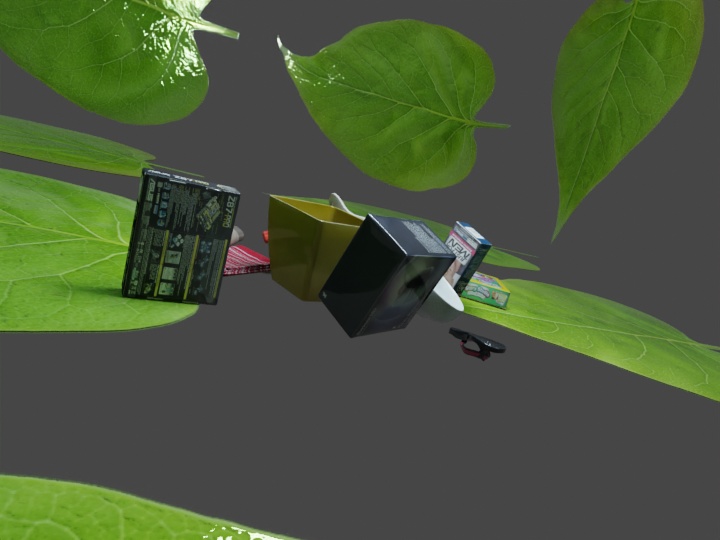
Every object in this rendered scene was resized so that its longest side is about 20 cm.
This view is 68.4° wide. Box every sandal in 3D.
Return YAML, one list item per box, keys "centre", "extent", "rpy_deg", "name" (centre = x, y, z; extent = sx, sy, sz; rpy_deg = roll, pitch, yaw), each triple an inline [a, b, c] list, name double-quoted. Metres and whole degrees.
- centre: [0.238, 0.157, 1.099]
  extent: [0.073, 0.047, 0.200]
  rpy_deg: [19, -3, -13]
  name: "sandal"

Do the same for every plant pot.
- centre: [-0.092, -0.040, 1.161]
  extent: [0.196, 0.182, 0.198]
  rpy_deg: [5, 16, -44]
  name: "plant pot"

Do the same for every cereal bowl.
- centre: [0.149, 0.046, 1.250]
  extent: [0.199, 0.083, 0.201]
  rpy_deg: [43, 16, -16]
  name: "cereal bowl"

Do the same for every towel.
- centre: [-0.293, -0.026, 1.204]
  extent: [0.141, 0.023, 0.198]
  rpy_deg: [22, 14, 24]
  name: "towel"

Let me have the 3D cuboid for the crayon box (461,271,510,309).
- centre: [0.352, 0.045, 1.664]
  extent: [0.193, 0.060, 0.173]
  rpy_deg: [16, 14, -2]
  name: "crayon box"

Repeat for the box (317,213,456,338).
- centre: [0.054, 0.012, 1.033]
  extent: [0.195, 0.203, 0.124]
  rpy_deg: [-1, 41, -52]
  name: "box"

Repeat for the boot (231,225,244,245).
- centre: [-0.391, -0.111, 1.328]
  extent: [0.196, 0.073, 0.145]
  rpy_deg: [24, 17, 29]
  name: "boot"

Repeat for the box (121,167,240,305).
- centre: [-0.298, -0.050, 0.882]
  extent: [0.157, 0.206, 0.049]
  rpy_deg: [8, 16, -31]
  name: "box"

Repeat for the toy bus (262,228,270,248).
- centre: [-0.156, -0.078, 1.381]
  extent: [0.186, 0.140, 0.200]
  rpy_deg: [-8, 22, -18]
  name: "toy bus"

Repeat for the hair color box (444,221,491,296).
- centre: [0.249, -0.014, 1.403]
  extent: [0.059, 0.204, 0.100]
  rpy_deg: [3, 33, -45]
  name: "hair color box"

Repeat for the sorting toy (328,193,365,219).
- centre: [-0.036, -0.110, 1.432]
  extent: [0.104, 0.184, 0.201]
  rpy_deg: [-26, -14, -8]
  name: "sorting toy"
